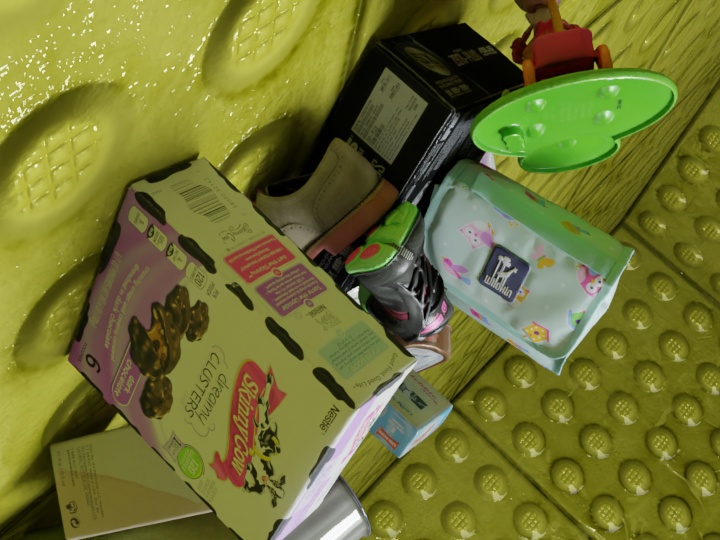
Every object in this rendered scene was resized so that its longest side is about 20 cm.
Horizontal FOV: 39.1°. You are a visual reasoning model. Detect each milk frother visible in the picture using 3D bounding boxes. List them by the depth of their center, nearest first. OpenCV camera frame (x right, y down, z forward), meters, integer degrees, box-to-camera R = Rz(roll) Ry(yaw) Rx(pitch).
[{"bbox_3d":[-0.123,0.274,1.096,0.187,0.200,0.181,-34,159,-23],"label":"milk frother"}]

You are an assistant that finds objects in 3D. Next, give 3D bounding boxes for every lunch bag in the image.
[{"bbox_3d":[0.139,-0.008,0.882,0.123,0.169,0.200,-54,168,-9],"label":"lunch bag"}]

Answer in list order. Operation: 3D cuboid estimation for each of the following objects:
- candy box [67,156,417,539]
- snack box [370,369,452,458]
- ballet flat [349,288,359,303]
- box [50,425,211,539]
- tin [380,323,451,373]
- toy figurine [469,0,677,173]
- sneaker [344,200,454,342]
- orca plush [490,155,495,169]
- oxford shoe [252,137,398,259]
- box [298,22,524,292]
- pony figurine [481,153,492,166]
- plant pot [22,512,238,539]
[{"bbox_3d":[-0.085,0.058,0.665,0.071,0.200,0.169,-31,158,-50],"label":"candy box"},{"bbox_3d":[-0.008,0.090,0.987,0.037,0.199,0.116,-53,165,17],"label":"snack box"},{"bbox_3d":[0.000,0.000,1.042,0.073,0.073,0.200,-52,167,15],"label":"ballet flat"},{"bbox_3d":[-0.135,0.152,0.810,0.197,0.079,0.095,-15,173,16],"label":"box"},{"bbox_3d":[0.026,0.092,1.145,0.200,0.110,0.043,146,-49,-61],"label":"tin"},{"bbox_3d":[0.146,-0.191,0.770,0.147,0.188,0.200,-9,167,10],"label":"toy figurine"},{"bbox_3d":[0.040,0.008,0.797,0.077,0.084,0.200,-47,167,-6],"label":"sneaker"},{"bbox_3d":[0.136,-0.104,1.269,0.200,0.070,0.107,-8,93,-78],"label":"orca plush"},{"bbox_3d":[-0.063,-0.031,0.796,0.199,0.075,0.071,-36,-167,25],"label":"oxford shoe"},{"bbox_3d":[0.035,-0.096,0.861,0.163,0.086,0.201,-29,156,-54],"label":"box"},{"bbox_3d":[0.121,-0.054,1.105,0.165,0.199,0.195,-29,142,-35],"label":"pony figurine"},{"bbox_3d":[-0.173,0.290,0.893,0.197,0.190,0.188,-16,156,-15],"label":"plant pot"}]
